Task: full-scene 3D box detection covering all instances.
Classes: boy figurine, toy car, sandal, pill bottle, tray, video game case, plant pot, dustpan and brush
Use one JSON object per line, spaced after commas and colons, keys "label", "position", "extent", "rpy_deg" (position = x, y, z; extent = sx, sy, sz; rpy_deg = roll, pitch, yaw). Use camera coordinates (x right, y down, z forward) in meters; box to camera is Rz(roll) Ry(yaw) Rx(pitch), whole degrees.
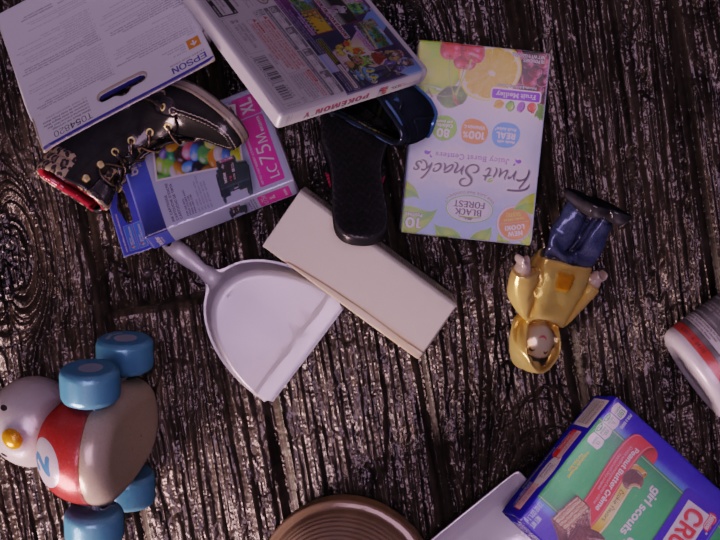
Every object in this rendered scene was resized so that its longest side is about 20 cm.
{"label": "boy figurine", "position": [0.203, 0.014, 1.410], "extent": [0.124, 0.064, 0.202], "rpy_deg": [16, 104, -35]}
{"label": "toy car", "position": [-0.324, 0.166, 1.386], "extent": [0.198, 0.177, 0.186], "rpy_deg": [4, 106, 11]}
{"label": "sandal", "position": [-0.005, -0.101, 1.381], "extent": [0.074, 0.045, 0.202], "rpy_deg": [2, 55, -3]}
{"label": "pill bottle", "position": [0.429, 0.056, 1.403], "extent": [0.199, 0.116, 0.116], "rpy_deg": [-36, 94, 2]}
{"label": "tray", "position": [0.127, 0.319, 1.467], "extent": [0.200, 0.022, 0.108], "rpy_deg": [-40, 93, 2]}
{"label": "video game case", "position": [-0.059, -0.239, 1.334], "extent": [0.181, 0.023, 0.201], "rpy_deg": [-21, 62, -31]}
{"label": "plant pot", "position": [-0.020, 0.347, 1.418], "extent": [0.198, 0.093, 0.203], "rpy_deg": [1, 94, 10]}
{"label": "dustpan and brush", "position": [-0.136, 0.026, 1.432], "extent": [0.199, 0.057, 0.140], "rpy_deg": [38, 93, -10]}

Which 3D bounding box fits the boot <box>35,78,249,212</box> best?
{"label": "boot", "position": [-0.223, -0.125, 1.352], "extent": [0.199, 0.073, 0.151], "rpy_deg": [25, 71, 25]}

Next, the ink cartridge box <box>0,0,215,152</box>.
{"label": "ink cartridge box", "position": [-0.256, -0.227, 1.360], "extent": [0.198, 0.041, 0.201], "rpy_deg": [-27, 58, 2]}

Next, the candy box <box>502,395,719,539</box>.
{"label": "candy box", "position": [0.282, 0.262, 1.427], "extent": [0.200, 0.077, 0.169], "rpy_deg": [41, 83, -6]}

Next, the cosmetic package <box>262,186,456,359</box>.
{"label": "cosmetic package", "position": [0.000, 0.000, 1.400], "extent": [0.199, 0.104, 0.073], "rpy_deg": [35, 95, -2]}

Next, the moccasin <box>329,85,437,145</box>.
{"label": "moccasin", "position": [-0.014, -0.193, 1.368], "extent": [0.199, 0.068, 0.081], "rpy_deg": [29, 128, 23]}

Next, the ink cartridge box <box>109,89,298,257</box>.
{"label": "ink cartridge box", "position": [-0.176, -0.103, 1.402], "extent": [0.198, 0.042, 0.120], "rpy_deg": [-22, 70, 3]}

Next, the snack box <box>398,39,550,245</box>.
{"label": "snack box", "position": [0.120, -0.135, 1.416], "extent": [0.141, 0.053, 0.202], "rpy_deg": [6, 95, 0]}
